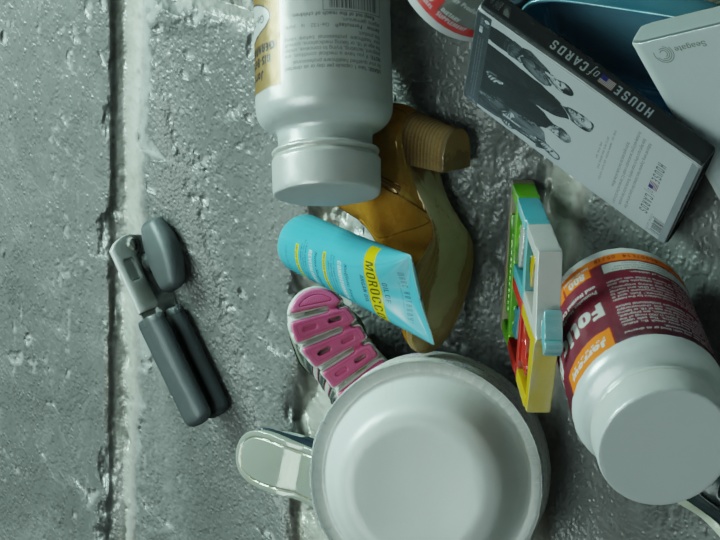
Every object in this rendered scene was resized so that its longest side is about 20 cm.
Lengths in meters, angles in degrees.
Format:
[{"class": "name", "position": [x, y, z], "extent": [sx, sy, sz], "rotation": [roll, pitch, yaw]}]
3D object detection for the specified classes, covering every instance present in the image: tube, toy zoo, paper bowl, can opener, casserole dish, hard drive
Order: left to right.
[{"class": "can opener", "position": [-0.182, 0.051, 1.888], "extent": [0.066, 0.052, 0.201], "rotation": [-23, 89, 43]}, {"class": "tube", "position": [0.000, 0.000, 1.621], "extent": [0.200, 0.050, 0.078], "rotation": [25, 140, 56]}, {"class": "paper bowl", "position": [0.055, 0.173, 1.630], "extent": [0.199, 0.104, 0.203], "rotation": [1, 95, 11]}, {"class": "toy zoo", "position": [0.134, 0.022, 1.525], "extent": [0.020, 0.200, 0.132], "rotation": [1, 112, -3]}, {"class": "casserole dish", "position": [0.207, -0.161, 1.440], "extent": [0.199, 0.039, 0.122], "rotation": [12, 146, 27]}, {"class": "hard drive", "position": [0.291, -0.098, 1.376], "extent": [0.131, 0.027, 0.201], "rotation": [-9, 125, 43]}]

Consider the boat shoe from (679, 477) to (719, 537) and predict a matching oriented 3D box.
[{"class": "boat shoe", "position": [0.282, 0.161, 1.500], "extent": [0.200, 0.074, 0.066], "rotation": [50, 128, 16]}]

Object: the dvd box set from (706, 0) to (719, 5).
[{"class": "dvd box set", "position": [0.269, -0.294, 1.384], "extent": [0.146, 0.029, 0.202], "rotation": [-14, 96, 44]}]

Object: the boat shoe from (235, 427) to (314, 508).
[{"class": "boat shoe", "position": [-0.021, 0.196, 1.787], "extent": [0.199, 0.062, 0.076], "rotation": [16, 104, 30]}]

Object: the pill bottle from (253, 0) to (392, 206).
[{"class": "pill bottle", "position": [-0.030, -0.160, 1.601], "extent": [0.114, 0.114, 0.202], "rotation": [-11, 77, 43]}]

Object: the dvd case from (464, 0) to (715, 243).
[{"class": "dvd case", "position": [0.165, -0.112, 1.463], "extent": [0.199, 0.025, 0.150], "rotation": [37, 163, 11]}]

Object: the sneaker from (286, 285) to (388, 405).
[{"class": "sneaker", "position": [-0.004, 0.093, 1.734], "extent": [0.201, 0.073, 0.087], "rotation": [57, 179, -15]}]

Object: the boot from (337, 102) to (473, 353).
[{"class": "boot", "position": [0.024, -0.042, 1.665], "extent": [0.143, 0.070, 0.203], "rotation": [16, 105, 43]}]

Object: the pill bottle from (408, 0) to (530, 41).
[{"class": "pill bottle", "position": [0.121, -0.264, 1.454], "extent": [0.200, 0.113, 0.114], "rotation": [-37, 79, 50]}]

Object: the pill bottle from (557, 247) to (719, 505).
[{"class": "pill bottle", "position": [0.205, 0.077, 1.441], "extent": [0.113, 0.200, 0.115], "rotation": [-1, 117, -3]}]
